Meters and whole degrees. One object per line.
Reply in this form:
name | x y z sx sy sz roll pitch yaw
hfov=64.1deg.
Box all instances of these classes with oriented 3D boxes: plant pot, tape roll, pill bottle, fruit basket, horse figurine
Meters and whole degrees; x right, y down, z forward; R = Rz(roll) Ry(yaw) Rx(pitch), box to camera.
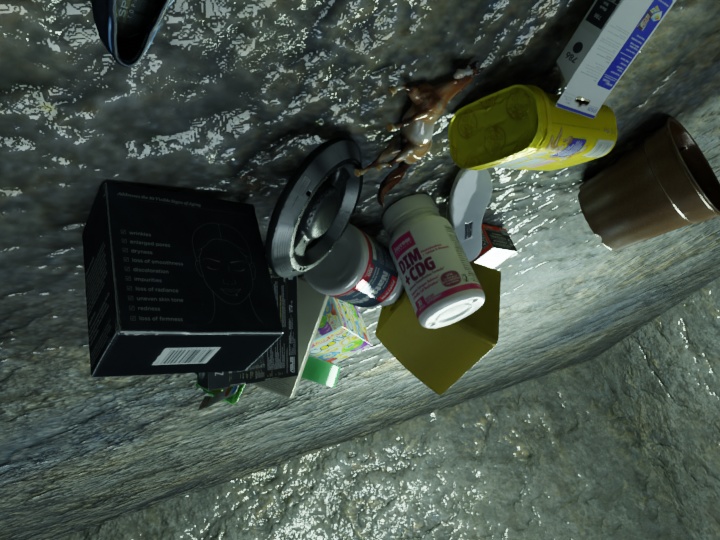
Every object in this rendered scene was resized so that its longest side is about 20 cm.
plant pot | 0.143 0.083 1.124 0.175 0.201 0.200 28 132 -9
tape roll | -0.142 0.198 1.224 0.199 0.049 0.201 17 168 4
pill bottle | 0.113 -0.017 0.945 0.113 0.201 0.114 -18 156 -9
fruit basket | -0.232 0.160 1.062 0.093 0.186 0.200 31 146 -13
pill bottle | 0.000 0.000 0.987 0.119 0.120 0.200 -30 155 19
plant pot | 0.533 -0.144 1.073 0.199 0.202 0.198 4 153 -44
horse figurine | 0.064 -0.177 0.739 0.132 0.050 0.201 -29 156 -37

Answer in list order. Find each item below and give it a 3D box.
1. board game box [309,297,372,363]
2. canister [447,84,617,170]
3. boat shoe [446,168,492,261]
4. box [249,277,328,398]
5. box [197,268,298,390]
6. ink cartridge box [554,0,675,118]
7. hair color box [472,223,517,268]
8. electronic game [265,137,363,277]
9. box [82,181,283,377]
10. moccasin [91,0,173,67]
board game box | -0.065 0.112 1.183 0.104 0.104 0.200 -26 156 10
canister | 0.243 -0.190 0.800 0.199 0.087 0.148 -5 177 -38
boat shoe | 0.174 -0.105 0.983 0.073 0.066 0.201 -9 133 -11
box | -0.123 0.117 1.015 0.082 0.201 0.068 20 169 3
box | -0.175 0.074 0.903 0.159 0.202 0.043 -3 -178 -38
ink cartridge box | 0.305 -0.286 0.689 0.099 0.039 0.201 0 130 -41
hair color box | 0.219 -0.015 1.214 0.101 0.062 0.200 5 145 -46
electronic game | -0.057 -0.080 0.760 0.200 0.041 0.201 -52 162 -25
box | -0.224 0.015 0.715 0.199 0.198 0.124 5 147 -37
moccasin | -0.147 -0.238 0.426 0.080 0.069 0.200 -5 150 -34
